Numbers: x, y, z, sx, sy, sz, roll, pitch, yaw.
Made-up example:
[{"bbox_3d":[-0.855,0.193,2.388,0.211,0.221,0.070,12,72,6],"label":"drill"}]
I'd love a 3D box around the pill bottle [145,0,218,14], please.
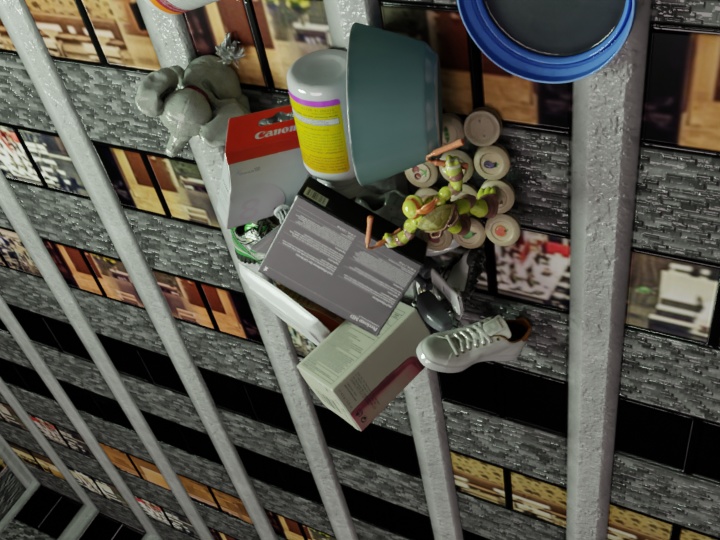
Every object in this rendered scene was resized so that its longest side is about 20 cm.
[{"bbox_3d":[-0.189,-0.397,1.048,0.199,0.110,0.110,-3,131,39],"label":"pill bottle"}]

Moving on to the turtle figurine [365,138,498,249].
[{"bbox_3d":[0.109,-0.082,1.066,0.200,0.161,0.065,-51,58,32],"label":"turtle figurine"}]

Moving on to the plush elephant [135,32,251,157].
[{"bbox_3d":[-0.243,-0.236,1.232,0.164,0.155,0.200,33,144,0],"label":"plush elephant"}]

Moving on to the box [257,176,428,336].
[{"bbox_3d":[-0.025,-0.019,1.190,0.199,0.079,0.142,29,117,-6],"label":"box"}]

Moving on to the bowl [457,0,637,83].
[{"bbox_3d":[0.204,-0.302,0.915,0.200,0.039,0.201,21,141,17],"label":"bowl"}]

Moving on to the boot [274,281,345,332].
[{"bbox_3d":[-0.086,0.055,1.508,0.199,0.075,0.107,34,152,-16],"label":"boot"}]

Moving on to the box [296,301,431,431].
[{"bbox_3d":[0.014,0.150,1.416,0.128,0.200,0.109,23,150,55],"label":"box"}]

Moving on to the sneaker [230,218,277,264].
[{"bbox_3d":[-0.161,-0.047,1.437,0.199,0.078,0.086,15,137,40],"label":"sneaker"}]

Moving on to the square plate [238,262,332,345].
[{"bbox_3d":[-0.124,0.079,1.515,0.199,0.029,0.198,33,170,26],"label":"square plate"}]

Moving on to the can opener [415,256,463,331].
[{"bbox_3d":[0.092,0.008,1.264,0.200,0.066,0.053,54,159,42],"label":"can opener"}]

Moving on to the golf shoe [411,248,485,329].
[{"bbox_3d":[0.132,0.026,1.313,0.094,0.078,0.200,28,142,8],"label":"golf shoe"}]

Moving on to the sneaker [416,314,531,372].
[{"bbox_3d":[0.180,0.103,1.306,0.073,0.199,0.085,61,144,34],"label":"sneaker"}]

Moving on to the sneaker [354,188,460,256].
[{"bbox_3d":[0.072,-0.075,1.251,0.199,0.071,0.081,9,135,31],"label":"sneaker"}]

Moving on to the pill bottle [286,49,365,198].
[{"bbox_3d":[-0.037,-0.197,1.164,0.104,0.104,0.201,16,140,23],"label":"pill bottle"}]

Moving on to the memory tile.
[{"bbox_3d":[0.135,-0.119,1.141,0.152,0.017,0.201,-3,117,26],"label":"memory tile"}]

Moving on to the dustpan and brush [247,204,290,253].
[{"bbox_3d":[-0.102,-0.073,1.326,0.057,0.139,0.200,54,-175,19],"label":"dustpan and brush"}]

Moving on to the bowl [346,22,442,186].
[{"bbox_3d":[0.048,-0.208,1.040,0.104,0.202,0.202,-1,136,8],"label":"bowl"}]

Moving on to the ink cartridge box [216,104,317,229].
[{"bbox_3d":[-0.125,-0.155,1.235,0.057,0.162,0.200,61,152,21],"label":"ink cartridge box"}]
